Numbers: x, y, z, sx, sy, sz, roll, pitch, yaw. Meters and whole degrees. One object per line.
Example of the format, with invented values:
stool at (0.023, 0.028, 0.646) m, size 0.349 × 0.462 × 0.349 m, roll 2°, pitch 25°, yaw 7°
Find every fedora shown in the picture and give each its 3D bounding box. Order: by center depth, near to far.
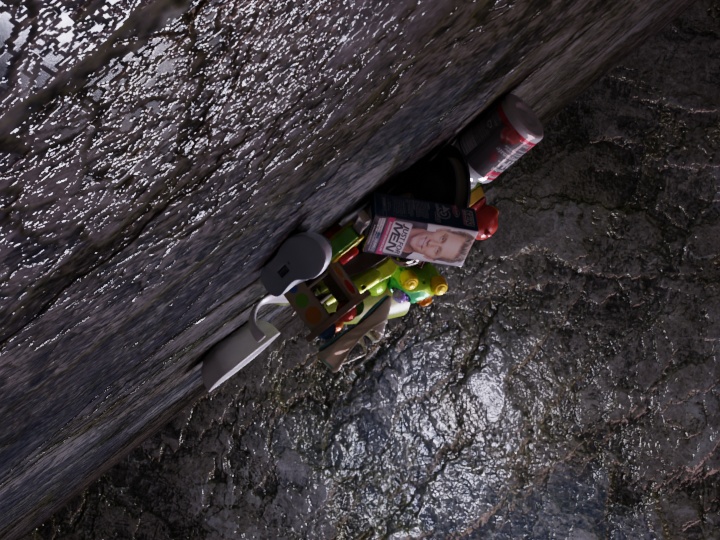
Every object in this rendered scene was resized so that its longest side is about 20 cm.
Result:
fedora at (0.137, -0.146, 1.617) m, size 0.090 × 0.204 × 0.201 m, roll 0°, pitch 161°, yaw -22°

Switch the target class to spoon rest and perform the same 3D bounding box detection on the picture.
spoon rest at (-0.176, 0.061, 1.777) m, size 0.201 × 0.061 × 0.099 m, roll -53°, pitch -172°, yaw -35°

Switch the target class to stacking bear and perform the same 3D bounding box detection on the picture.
stacking bear at (0.236, -0.160, 1.862) m, size 0.113 × 0.201 × 0.121 m, roll -37°, pitch 178°, yaw -1°

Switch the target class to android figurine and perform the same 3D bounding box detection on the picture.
android figurine at (0.000, 0.000, 1.750) m, size 0.198 × 0.041 × 0.182 m, roll -31°, pitch -157°, yaw 0°

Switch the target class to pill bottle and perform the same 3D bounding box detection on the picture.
pill bottle at (0.256, -0.245, 1.646) m, size 0.200 × 0.111 × 0.110 m, roll -40°, pitch 177°, yaw 33°

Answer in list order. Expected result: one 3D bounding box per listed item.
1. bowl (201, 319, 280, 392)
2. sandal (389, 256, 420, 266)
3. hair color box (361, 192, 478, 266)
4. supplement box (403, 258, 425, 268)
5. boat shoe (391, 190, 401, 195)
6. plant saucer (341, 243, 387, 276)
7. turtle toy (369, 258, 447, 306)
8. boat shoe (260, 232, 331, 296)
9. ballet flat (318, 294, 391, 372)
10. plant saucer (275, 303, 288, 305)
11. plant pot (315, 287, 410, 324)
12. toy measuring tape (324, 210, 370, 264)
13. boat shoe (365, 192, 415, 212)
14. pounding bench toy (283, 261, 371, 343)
bowl at (-0.306, 0.199, 2.044) m, size 0.199 × 0.075 × 0.200 m, roll -36°, pitch 177°, yaw -32°
sandal at (0.098, -0.035, 1.660) m, size 0.200 × 0.079 × 0.058 m, roll 3°, pitch 107°, yaw -52°
hair color box at (0.108, -0.074, 1.529) m, size 0.101 × 0.197 × 0.061 m, roll 110°, pitch -17°, yaw -46°
supplement box at (0.158, -0.117, 1.784) m, size 0.202 × 0.060 × 0.109 m, roll -67°, pitch 170°, yaw 26°
boat shoe at (0.098, -0.147, 1.784) m, size 0.201 × 0.073 × 0.064 m, roll 16°, pitch 94°, yaw -76°
plant saucer at (0.004, -0.052, 1.757) m, size 0.198 × 0.032 × 0.201 m, roll -26°, pitch -159°, yaw 11°
turtle toy at (0.092, 0.017, 1.834) m, size 0.147 × 0.197 × 0.102 m, roll -113°, pitch -140°, yaw -51°
boat shoe at (-0.083, -0.027, 1.292) m, size 0.091 × 0.071 × 0.200 m, roll -37°, pitch -176°, yaw -35°
ballet flat at (0.003, 0.125, 1.589) m, size 0.199 × 0.070 × 0.069 m, roll -37°, pitch 178°, yaw -29°
plant saucer at (-0.127, 0.026, 1.991) m, size 0.199 × 0.031 × 0.200 m, roll -38°, pitch 178°, yaw -1°
plant pot at (-0.013, 0.049, 1.955) m, size 0.197 × 0.190 × 0.187 m, roll -19°, pitch 171°, yaw -22°
toy measuring tape at (-0.030, -0.055, 1.484) m, size 0.073 × 0.074 × 0.200 m, roll -37°, pitch 177°, yaw -16°
boat shoe at (0.045, -0.112, 1.634) m, size 0.065 × 0.075 × 0.200 m, roll -11°, pitch 175°, yaw -21°
pounding bench toy at (-0.064, 0.037, 1.627) m, size 0.124 × 0.157 × 0.200 m, roll -38°, pitch 178°, yaw 17°
